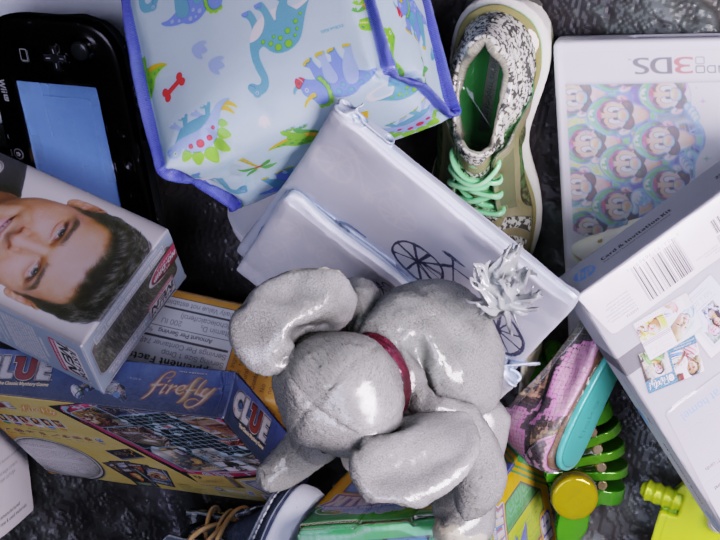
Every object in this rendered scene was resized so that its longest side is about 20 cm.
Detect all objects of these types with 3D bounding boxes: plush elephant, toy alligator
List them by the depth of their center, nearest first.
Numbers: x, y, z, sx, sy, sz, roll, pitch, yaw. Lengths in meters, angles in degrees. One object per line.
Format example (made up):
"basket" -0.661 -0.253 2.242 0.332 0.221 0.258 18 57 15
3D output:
"plush elephant" 0.005 0.073 1.312 0.165 0.154 0.200 54 140 21
"toy alligator" 0.136 0.087 1.482 0.054 0.059 0.201 -11 108 2

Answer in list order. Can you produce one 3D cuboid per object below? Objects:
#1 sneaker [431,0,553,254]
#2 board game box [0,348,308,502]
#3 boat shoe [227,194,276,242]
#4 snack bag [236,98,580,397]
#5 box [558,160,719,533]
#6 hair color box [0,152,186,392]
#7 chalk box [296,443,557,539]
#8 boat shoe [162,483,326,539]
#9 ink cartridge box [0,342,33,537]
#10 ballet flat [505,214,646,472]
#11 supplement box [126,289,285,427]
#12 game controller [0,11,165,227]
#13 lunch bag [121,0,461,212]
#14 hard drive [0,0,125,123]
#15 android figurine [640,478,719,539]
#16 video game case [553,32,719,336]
"sneaker" 0.071 -0.070 1.443 0.076 0.089 0.201 7 109 17
"board game box" -0.146 0.102 1.536 0.199 0.136 0.035 5 63 25
"boat shoe" 0.000 0.000 1.492 0.199 0.072 0.068 21 144 30
"snack bag" 0.025 0.007 1.392 0.188 0.021 0.200 40 146 0
"box" 0.231 0.042 1.385 0.156 0.041 0.200 -36 111 -2
"hair color box" -0.224 -0.012 1.503 0.199 0.099 0.061 24 154 22
"chalk box" 0.043 0.194 1.470 0.123 0.200 0.125 -6 104 19
"boat shoe" -0.086 0.184 1.545 0.091 0.071 0.201 34 145 9
"ink cartridge box" -0.318 0.084 1.621 0.146 0.086 0.201 1 107 18
"ballet flat" 0.145 0.026 1.419 0.071 0.069 0.201 34 95 25
"supplement box" -0.062 0.063 1.528 0.199 0.067 0.069 14 73 16
"game controller" -0.185 -0.077 1.530 0.104 0.042 0.201 2 121 18
"lunch bag" -0.051 -0.161 1.416 0.169 0.127 0.201 -23 70 19
"hard drive" -0.173 -0.160 1.532 0.199 0.027 0.133 3 107 17
"android figurine" 0.267 0.189 1.483 0.199 0.041 0.183 19 111 10
"video game case" 0.213 -0.046 1.439 0.181 0.024 0.201 1 106 18
